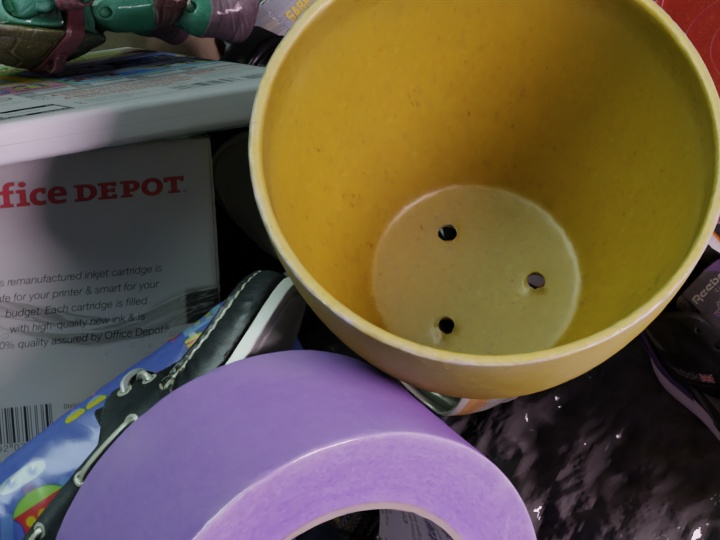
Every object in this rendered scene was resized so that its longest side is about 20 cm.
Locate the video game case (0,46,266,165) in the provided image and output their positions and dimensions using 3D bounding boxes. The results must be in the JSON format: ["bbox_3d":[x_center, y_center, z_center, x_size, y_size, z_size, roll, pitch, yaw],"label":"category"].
[{"bbox_3d":[-0.150,-0.082,1.099,0.199,0.022,0.182,-13,17,-35],"label":"video game case"}]

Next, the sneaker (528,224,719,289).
[{"bbox_3d":[0.141,-0.027,1.087,0.199,0.080,0.074,-22,37,16],"label":"sneaker"}]

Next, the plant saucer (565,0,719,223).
[{"bbox_3d":[0.211,-0.101,1.078,0.199,0.037,0.200,2,44,17],"label":"plant saucer"}]

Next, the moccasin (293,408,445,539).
[{"bbox_3d":[-0.025,0.132,1.054,0.068,0.081,0.201,6,56,38],"label":"moccasin"}]

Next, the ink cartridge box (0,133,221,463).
[{"bbox_3d":[-0.146,0.026,1.120,0.144,0.201,0.084,-5,15,-12],"label":"ink cartridge box"}]

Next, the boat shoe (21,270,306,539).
[{"bbox_3d":[-0.095,0.079,0.980,0.060,0.076,0.201,31,85,17],"label":"boat shoe"}]

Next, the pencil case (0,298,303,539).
[{"bbox_3d":[-0.107,0.095,1.056,0.200,0.078,0.087,-36,64,-3],"label":"pencil case"}]

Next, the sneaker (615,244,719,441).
[{"bbox_3d":[0.174,0.044,0.977,0.076,0.088,0.200,-42,37,-6],"label":"sneaker"}]

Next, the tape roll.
[{"bbox_3d":[-0.028,0.141,0.946,0.200,0.200,0.085,-44,38,-8],"label":"tape roll"}]

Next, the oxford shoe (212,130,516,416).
[{"bbox_3d":[0.000,0.000,1.103,0.058,0.200,0.075,-34,-21,-50],"label":"oxford shoe"}]

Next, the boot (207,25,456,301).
[{"bbox_3d":[-0.018,-0.012,1.187,0.168,0.201,0.076,29,25,22],"label":"boot"}]

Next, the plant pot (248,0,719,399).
[{"bbox_3d":[0.053,-0.022,0.980,0.199,0.142,0.201,0,64,0],"label":"plant pot"}]

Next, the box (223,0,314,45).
[{"bbox_3d":[-0.001,-0.203,1.331,0.158,0.048,0.200,-40,15,20],"label":"box"}]

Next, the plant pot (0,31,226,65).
[{"bbox_3d":[-0.155,-0.115,1.298,0.186,0.201,0.187,-9,1,0],"label":"plant pot"}]

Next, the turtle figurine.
[{"bbox_3d":[-0.157,-0.149,1.122,0.150,0.199,0.101,34,112,48],"label":"turtle figurine"}]
